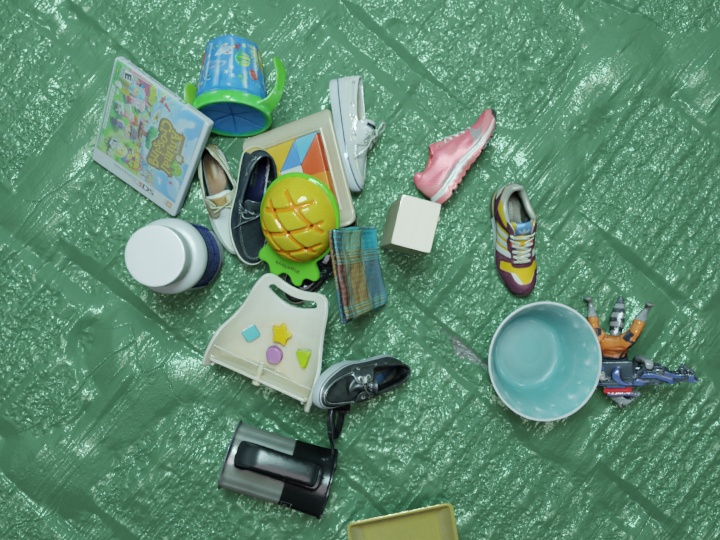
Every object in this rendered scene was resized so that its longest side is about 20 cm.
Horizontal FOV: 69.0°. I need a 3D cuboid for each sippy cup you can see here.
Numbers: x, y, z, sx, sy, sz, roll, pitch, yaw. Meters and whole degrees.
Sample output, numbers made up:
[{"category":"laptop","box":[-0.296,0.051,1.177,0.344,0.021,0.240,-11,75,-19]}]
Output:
[{"category":"sippy cup","box":[-0.218,-0.319,0.899,0.174,0.140,0.133,1,80,-12]}]

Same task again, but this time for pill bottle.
[{"category":"pill bottle","box":[-0.302,-0.023,0.859,0.117,0.200,0.122,0,91,-3]}]

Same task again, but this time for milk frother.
[{"category":"milk frother","box":[-0.126,0.296,0.920,0.185,0.182,0.202,17,47,-3]}]

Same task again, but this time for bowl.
[{"category":"bowl","box":[0.311,0.153,0.937,0.197,0.105,0.205,0,92,-3]}]

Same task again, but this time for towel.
[{"category":"towel","box":[0.000,0.000,0.878,0.021,0.200,0.150,-8,92,20]}]

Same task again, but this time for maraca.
[{"category":"maraca","box":[-0.104,-0.064,0.858,0.135,0.107,0.202,23,122,7]}]

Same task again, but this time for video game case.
[{"category":"video game case","box":[-0.358,-0.219,0.889,0.181,0.022,0.201,35,123,-2]}]

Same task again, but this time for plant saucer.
[{"category":"plant saucer","box":[0.086,0.533,0.962,0.196,0.048,0.204,-10,91,-2]}]

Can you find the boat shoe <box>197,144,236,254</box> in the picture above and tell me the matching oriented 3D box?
[{"category":"boat shoe","box":[-0.245,-0.122,0.926,0.074,0.068,0.203,-22,92,-2]}]

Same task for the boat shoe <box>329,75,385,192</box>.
[{"category":"boat shoe","box":[0.003,-0.246,0.930,0.085,0.075,0.206,-9,85,15]}]

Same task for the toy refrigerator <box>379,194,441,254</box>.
[{"category":"toy refrigerator","box":[0.081,-0.070,0.875,0.069,0.200,0.077,14,90,-2]}]

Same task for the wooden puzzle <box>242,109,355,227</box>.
[{"category":"wooden puzzle","box":[-0.113,-0.158,0.915,0.182,0.037,0.204,-13,90,22]}]

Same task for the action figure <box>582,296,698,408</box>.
[{"category":"action figure","box":[0.491,0.151,0.949,0.196,0.104,0.198,3,96,22]}]

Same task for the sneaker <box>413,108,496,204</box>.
[{"category":"sneaker","box":[0.169,-0.216,0.940,0.086,0.074,0.202,35,90,-1]}]

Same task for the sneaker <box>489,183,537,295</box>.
[{"category":"sneaker","box":[0.279,-0.053,0.939,0.074,0.090,0.204,-14,91,-2]}]

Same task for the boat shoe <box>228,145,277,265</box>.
[{"category":"boat shoe","box":[-0.178,-0.107,0.890,0.074,0.062,0.204,0,103,-36]}]

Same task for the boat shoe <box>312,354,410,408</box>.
[{"category":"boat shoe","box":[0.010,0.191,0.890,0.198,0.066,0.071,-5,97,-44]}]

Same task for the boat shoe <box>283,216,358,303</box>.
[{"category":"boat shoe","box":[-0.072,-0.026,0.936,0.074,0.066,0.200,41,89,-3]}]

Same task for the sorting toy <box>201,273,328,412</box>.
[{"category":"sorting toy","box":[-0.138,0.109,0.899,0.197,0.107,0.183,23,97,5]}]
